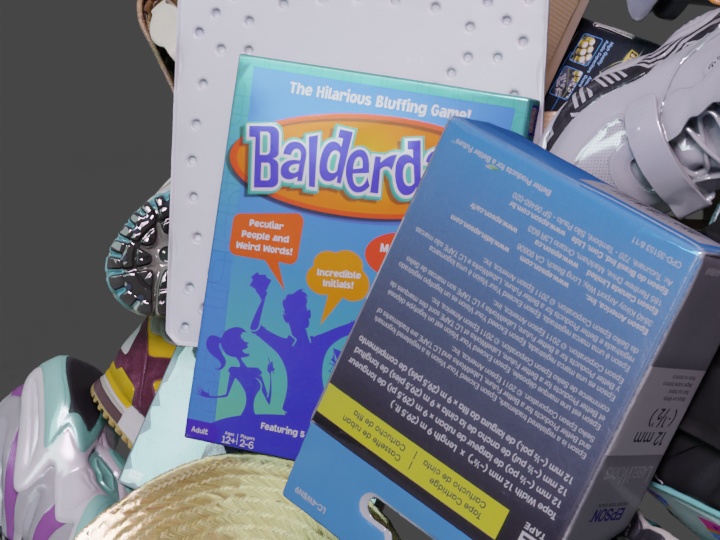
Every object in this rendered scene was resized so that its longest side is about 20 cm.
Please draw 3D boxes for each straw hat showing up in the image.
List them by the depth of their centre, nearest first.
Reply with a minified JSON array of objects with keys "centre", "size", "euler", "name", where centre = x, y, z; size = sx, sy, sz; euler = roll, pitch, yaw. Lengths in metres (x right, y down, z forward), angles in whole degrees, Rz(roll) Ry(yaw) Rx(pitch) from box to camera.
[{"centre":[-0.064,0.196,0.840],"size":[0.200,0.085,0.202],"euler":[-4,58,6],"name":"straw hat"}]

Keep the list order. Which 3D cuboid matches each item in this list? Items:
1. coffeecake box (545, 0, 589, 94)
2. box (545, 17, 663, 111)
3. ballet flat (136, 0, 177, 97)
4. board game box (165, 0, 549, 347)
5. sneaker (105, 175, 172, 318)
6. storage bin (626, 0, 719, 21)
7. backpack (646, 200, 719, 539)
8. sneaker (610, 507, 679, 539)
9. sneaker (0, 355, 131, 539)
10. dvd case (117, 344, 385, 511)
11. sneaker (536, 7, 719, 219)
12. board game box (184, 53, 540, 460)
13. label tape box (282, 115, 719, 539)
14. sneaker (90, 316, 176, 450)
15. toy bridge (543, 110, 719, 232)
[{"centre":[0.035,-0.186,0.951],"size":[0.200,0.073,0.154],"euler":[29,97,36],"name":"coffeecake box"},{"centre":[0.077,-0.060,0.960],"size":[0.159,0.046,0.200],"euler":[26,82,34],"name":"box"},{"centre":[-0.098,-0.117,1.068],"size":[0.068,0.067,0.200],"euler":[-39,56,8],"name":"ballet flat"},{"centre":[-0.002,-0.054,0.874],"size":[0.199,0.026,0.201],"euler":[4,95,14],"name":"board game box"},{"centre":[-0.079,-0.054,0.996],"size":[0.200,0.086,0.078],"euler":[-44,94,-12],"name":"sneaker"},{"centre":[0.235,-0.200,0.842],"size":[0.134,0.200,0.146],"euler":[9,67,-9],"name":"storage bin"},{"centre":[0.230,0.066,0.746],"size":[0.176,0.153,0.200],"euler":[-55,29,-6],"name":"backpack"},{"centre":[0.136,0.154,0.772],"size":[0.200,0.080,0.078],"euler":[28,87,50],"name":"sneaker"},{"centre":[-0.195,0.165,0.997],"size":[0.140,0.078,0.200],"euler":[-33,52,18],"name":"sneaker"},{"centre":[-0.031,0.050,0.906],"size":[0.146,0.022,0.201],"euler":[20,76,18],"name":"dvd case"},{"centre":[0.163,-0.065,0.760],"size":[0.200,0.075,0.115],"euler":[-37,20,9],"name":"sneaker"},{"centre":[0.000,0.000,0.840],"size":[0.151,0.045,0.201],"euler":[9,95,13],"name":"board game box"},{"centre":[0.067,0.051,0.748],"size":[0.143,0.066,0.201],"euler":[32,106,33],"name":"label tape box"},{"centre":[-0.077,0.091,0.959],"size":[0.200,0.075,0.090],"euler":[40,95,34],"name":"sneaker"},{"centre":[0.190,-0.052,0.876],"size":[0.199,0.027,0.068],"euler":[0,79,10],"name":"toy bridge"}]
